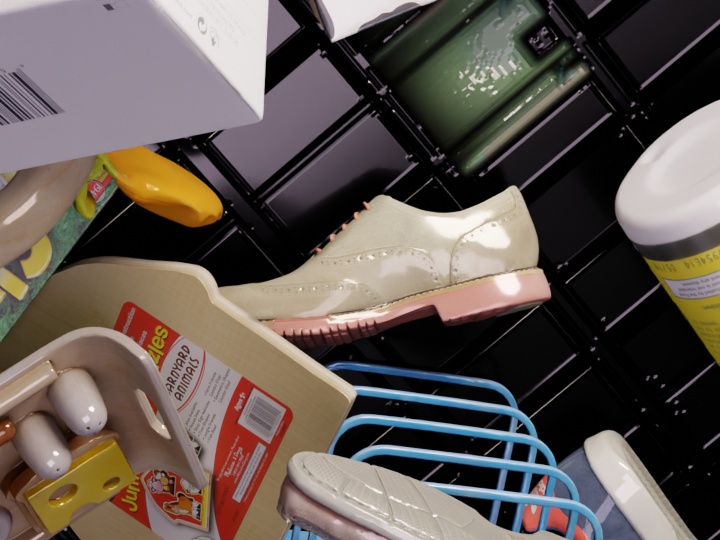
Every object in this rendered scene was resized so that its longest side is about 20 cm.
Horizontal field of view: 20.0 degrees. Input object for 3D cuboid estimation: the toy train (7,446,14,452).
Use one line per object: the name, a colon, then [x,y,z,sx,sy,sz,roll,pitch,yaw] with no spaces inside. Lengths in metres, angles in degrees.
toy train: [-0.205,0.092,1.018,0.199,0.042,0.057,-2,123,-46]

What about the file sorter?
file sorter: [0.036,0.139,1.084,0.138,0.200,0.124,9,103,-12]

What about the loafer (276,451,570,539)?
loafer: [0.047,0.146,0.952,0.199,0.072,0.063,22,105,-17]

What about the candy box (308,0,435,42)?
candy box: [0.023,-0.240,1.017,0.167,0.072,0.201,-22,110,0]

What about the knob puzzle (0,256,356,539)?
knob puzzle: [-0.113,0.072,1.093,0.218,0.030,0.221,12,119,22]

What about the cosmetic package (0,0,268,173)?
cosmetic package: [-0.150,-0.161,0.906,0.198,0.201,0.123,-9,153,21]

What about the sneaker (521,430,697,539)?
sneaker: [0.164,0.188,1.191,0.084,0.075,0.200,-34,105,11]

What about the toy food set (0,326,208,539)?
toy food set: [-0.173,0.125,0.998,0.199,0.061,0.144,-32,149,-10]

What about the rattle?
rattle: [-0.177,0.001,0.991,0.201,0.129,0.143,-63,151,-18]

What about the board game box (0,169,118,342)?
board game box: [-0.215,-0.007,1.044,0.105,0.023,0.201,37,82,-8]

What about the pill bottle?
pill bottle: [0.236,0.011,1.114,0.114,0.114,0.200,-36,110,4]

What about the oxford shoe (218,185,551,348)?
oxford shoe: [0.000,0.000,1.110,0.198,0.071,0.074,-9,85,-5]
